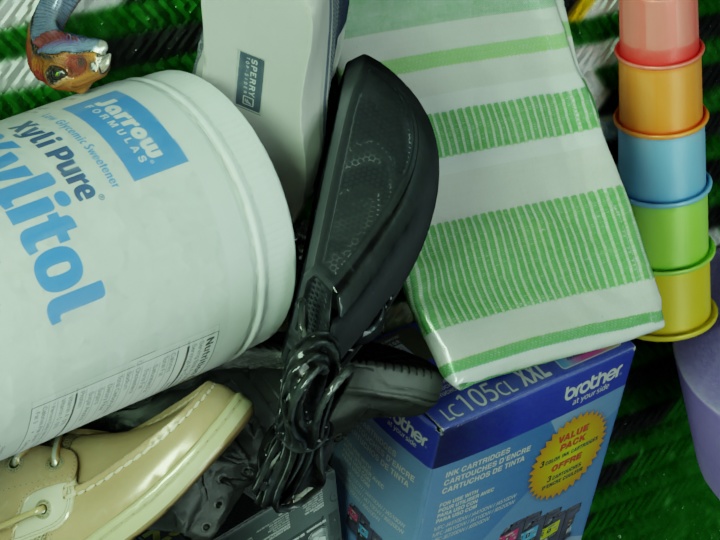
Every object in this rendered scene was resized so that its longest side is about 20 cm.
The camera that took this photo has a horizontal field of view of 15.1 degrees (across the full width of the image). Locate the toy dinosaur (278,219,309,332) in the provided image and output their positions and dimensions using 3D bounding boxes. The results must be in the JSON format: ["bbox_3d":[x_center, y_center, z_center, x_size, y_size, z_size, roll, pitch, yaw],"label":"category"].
[{"bbox_3d":[-0.004,0.003,1.319,0.200,0.047,0.088,-35,147,-26],"label":"toy dinosaur"}]

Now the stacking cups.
[{"bbox_3d":[0.155,-0.064,1.434,0.060,0.060,0.201,-25,122,-32],"label":"stacking cups"}]

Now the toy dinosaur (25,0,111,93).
[{"bbox_3d":[-0.070,-0.156,1.141,0.200,0.105,0.182,-4,133,-54],"label":"toy dinosaur"}]

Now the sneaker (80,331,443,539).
[{"bbox_3d":[-0.065,0.080,1.248,0.199,0.060,0.105,6,99,-14],"label":"sneaker"}]

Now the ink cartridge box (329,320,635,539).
[{"bbox_3d":[0.056,0.089,1.373,0.136,0.076,0.201,-21,136,-35],"label":"ink cartridge box"}]

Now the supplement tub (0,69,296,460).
[{"bbox_3d":[-0.141,0.004,1.124,0.199,0.132,0.133,-24,127,-34],"label":"supplement tub"}]

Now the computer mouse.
[{"bbox_3d":[0.000,0.000,1.179,0.139,0.052,0.201,106,-4,-62],"label":"computer mouse"}]

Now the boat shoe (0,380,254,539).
[{"bbox_3d":[-0.134,0.100,1.172,0.200,0.065,0.071,-36,-177,18],"label":"boat shoe"}]

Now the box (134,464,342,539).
[{"bbox_3d":[-0.094,0.192,1.332,0.200,0.051,0.158,-29,130,-30],"label":"box"}]

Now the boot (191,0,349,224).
[{"bbox_3d":[-0.032,-0.098,1.198,0.091,0.072,0.200,-61,174,-36],"label":"boot"}]

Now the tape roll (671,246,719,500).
[{"bbox_3d":[0.275,0.053,1.499,0.200,0.200,0.085,-37,133,-23],"label":"tape roll"}]

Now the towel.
[{"bbox_3d":[0.064,-0.053,1.289,0.152,0.023,0.201,-14,86,-38],"label":"towel"}]
